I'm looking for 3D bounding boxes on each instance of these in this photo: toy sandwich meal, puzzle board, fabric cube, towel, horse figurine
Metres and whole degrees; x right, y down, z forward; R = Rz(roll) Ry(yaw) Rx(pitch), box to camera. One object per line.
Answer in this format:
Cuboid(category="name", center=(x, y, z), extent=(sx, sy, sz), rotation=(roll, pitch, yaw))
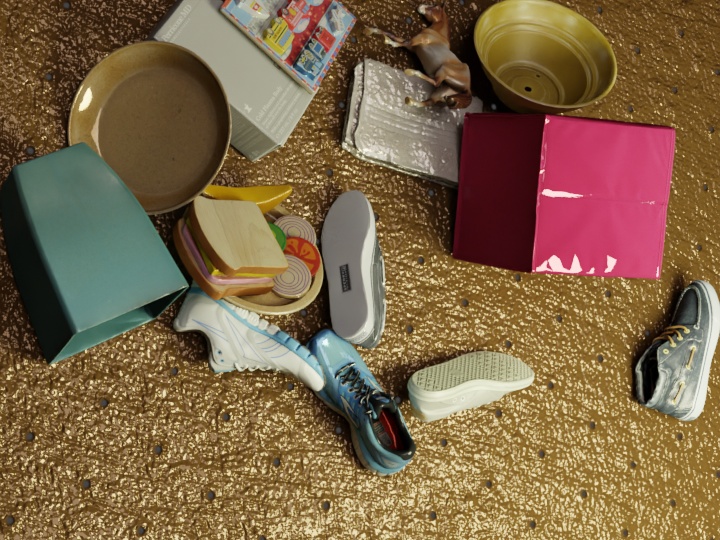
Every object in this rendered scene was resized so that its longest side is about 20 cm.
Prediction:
Cuboid(category="toy sandwich meal", center=(-0.125, -0.035, 1.659), extent=(0.204, 0.070, 0.206), rotation=(19, 45, -20))
Cuboid(category="puzzle board", center=(-0.084, -0.320, 1.756), extent=(0.151, 0.017, 0.200), rotation=(42, 36, -14))
Cuboid(category="fabric cube", center=(0.256, -0.099, 1.810), extent=(0.198, 0.196, 0.201), rotation=(3, 96, -26))
Cuboid(category="towel", center=(0.071, -0.191, 1.851), extent=(0.199, 0.034, 0.133), rotation=(14, 74, -24))
Cuboid(category="horse figurine", center=(0.093, -0.270, 1.842), extent=(0.132, 0.050, 0.201), rotation=(-5, 52, -36))

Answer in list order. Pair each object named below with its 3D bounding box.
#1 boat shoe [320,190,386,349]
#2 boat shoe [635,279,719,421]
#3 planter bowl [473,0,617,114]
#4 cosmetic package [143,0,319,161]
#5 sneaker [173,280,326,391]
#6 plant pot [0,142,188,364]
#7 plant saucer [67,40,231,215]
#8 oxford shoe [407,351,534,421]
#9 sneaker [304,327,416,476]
Cuboid(category="boat shoe", center=(0.000, 0.000, 1.760), extent=(0.068, 0.071, 0.201), rotation=(34, 45, -55))
Cuboid(category="boat shoe", center=(0.438, 0.102, 1.958), extent=(0.090, 0.071, 0.201), rotation=(17, 74, -28))
Cuboid(category="planter bowl", center=(0.237, -0.268, 1.907), extent=(0.199, 0.084, 0.201), rotation=(8, 52, -11))
Cuboid(category="cosmetic package", center=(-0.163, -0.239, 1.710), extent=(0.200, 0.090, 0.107), rotation=(40, 63, -19))
Cuboid(category="sneaker", center=(-0.134, 0.095, 1.670), extent=(0.199, 0.075, 0.087), rotation=(34, 75, -3))
Cuboid(category="plant pot", center=(-0.313, -0.026, 1.565), extent=(0.141, 0.141, 0.201), rotation=(-25, 84, -29))
Cuboid(category="plant saucer", center=(-0.239, -0.163, 1.637), extent=(0.199, 0.035, 0.202), rotation=(-1, 87, 13))
Cuboid(category="oxford shoe", center=(0.137, 0.149, 1.807), extent=(0.199, 0.075, 0.058), rotation=(-10, 126, -36))
Cuboid(category="sneaker", center=(0.008, 0.152, 1.716), extent=(0.078, 0.090, 0.200), rotation=(-36, 93, -28))
